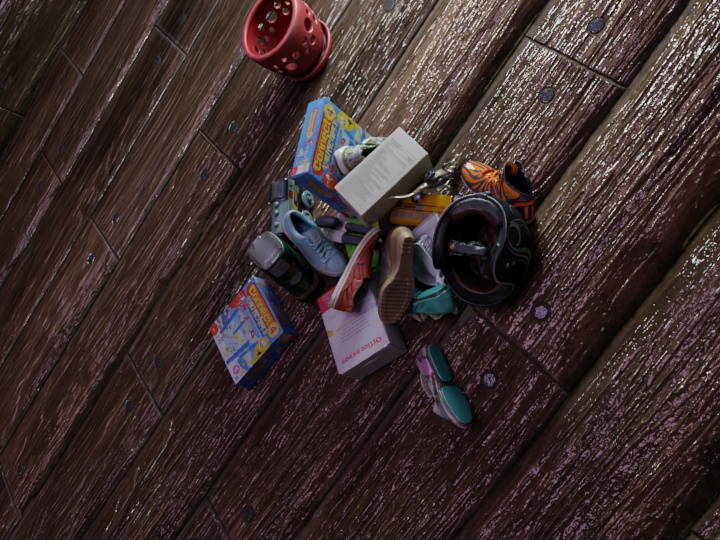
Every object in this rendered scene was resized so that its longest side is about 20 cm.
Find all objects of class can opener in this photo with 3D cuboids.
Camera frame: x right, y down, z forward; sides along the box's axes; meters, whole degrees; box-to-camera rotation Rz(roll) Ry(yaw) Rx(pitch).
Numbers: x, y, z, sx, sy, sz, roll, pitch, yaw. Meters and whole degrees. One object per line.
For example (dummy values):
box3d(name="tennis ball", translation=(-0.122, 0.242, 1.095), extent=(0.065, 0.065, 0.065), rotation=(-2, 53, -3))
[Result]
box3d(name="can opener", translation=(-0.033, -0.090, 1.647), extent=(0.198, 0.066, 0.054), rotation=(15, 86, 47))

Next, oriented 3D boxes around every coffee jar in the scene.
box3d(name="coffee jar", translation=(-0.171, -0.004, 1.677), extent=(0.085, 0.200, 0.104), rotation=(-48, 51, -2))

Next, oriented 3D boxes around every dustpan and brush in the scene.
box3d(name="dustpan and brush", translation=(0.160, -0.001, 1.497), extent=(0.201, 0.057, 0.139), rotation=(56, 135, 6))

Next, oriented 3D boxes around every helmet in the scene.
box3d(name="helmet", translation=(0.238, -0.038, 1.371), extent=(0.197, 0.190, 0.203), rotation=(-10, 66, 24))

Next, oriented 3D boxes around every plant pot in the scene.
box3d(name="plant pot", translation=(-0.189, -0.617, 1.899), extent=(0.198, 0.182, 0.204), rotation=(-13, 67, 34))

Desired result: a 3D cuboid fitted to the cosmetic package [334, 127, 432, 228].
box3d(name="cosmetic package", translation=(0.052, -0.203, 1.549), extent=(0.199, 0.071, 0.105), rotation=(-41, 65, -2))

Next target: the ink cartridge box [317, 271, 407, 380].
box3d(name="ink cartridge box", translation=(0.001, 0.119, 1.575), extent=(0.147, 0.085, 0.202), rotation=(-33, 58, 24))

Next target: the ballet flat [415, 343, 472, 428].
box3d(name="ballet flat", translation=(0.163, 0.243, 1.428), extent=(0.071, 0.068, 0.202), rotation=(-54, 45, 34))

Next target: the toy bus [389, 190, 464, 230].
box3d(name="toy bus", translation=(0.163, -0.125, 1.539), extent=(0.198, 0.065, 0.080), rotation=(10, 82, 40))

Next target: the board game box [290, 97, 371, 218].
box3d(name="board game box", translation=(-0.056, -0.258, 1.640), extent=(0.055, 0.195, 0.203), rotation=(-9, 61, 40))

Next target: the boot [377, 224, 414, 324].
box3d(name="boot", translation=(0.069, 0.004, 1.520), extent=(0.166, 0.071, 0.203), rotation=(-142, 65, -76))

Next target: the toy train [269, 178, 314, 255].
box3d(name="toy train", translation=(-0.178, -0.134, 1.779), extent=(0.084, 0.113, 0.204), rotation=(-12, 68, 35))

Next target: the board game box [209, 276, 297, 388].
box3d(name="board game box", translation=(-0.276, 0.155, 1.800), extent=(0.196, 0.056, 0.201), rotation=(-48, 52, 16))

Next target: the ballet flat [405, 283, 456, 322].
box3d(name="ballet flat", translation=(0.131, 0.075, 1.490), extent=(0.199, 0.067, 0.071), rotation=(-13, 108, 60))

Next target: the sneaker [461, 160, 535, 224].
box3d(name="sneaker", translation=(0.281, -0.188, 1.426), extent=(0.077, 0.113, 0.200), rotation=(-37, 56, -18))

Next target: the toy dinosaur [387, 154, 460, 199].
box3d(name="toy dinosaur", translation=(0.157, -0.196, 1.508), extent=(0.048, 0.198, 0.088), rotation=(62, 157, -4))

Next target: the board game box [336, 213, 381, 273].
box3d(name="board game box", translation=(0.006, -0.072, 1.671), extent=(0.095, 0.030, 0.202), rotation=(-33, 55, 26))

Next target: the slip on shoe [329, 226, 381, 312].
box3d(name="slip on shoe", translation=(0.000, 0.000, 1.530), extent=(0.060, 0.074, 0.202), rotation=(25, 79, 5))

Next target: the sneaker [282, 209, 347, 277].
box3d(name="sneaker", translation=(-0.110, -0.064, 1.672), extent=(0.199, 0.082, 0.074), rotation=(40, 74, 5))

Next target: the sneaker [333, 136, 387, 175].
box3d(name="sneaker", translation=(0.030, -0.266, 1.618), extent=(0.088, 0.199, 0.078), rotation=(-9, 105, 41))
